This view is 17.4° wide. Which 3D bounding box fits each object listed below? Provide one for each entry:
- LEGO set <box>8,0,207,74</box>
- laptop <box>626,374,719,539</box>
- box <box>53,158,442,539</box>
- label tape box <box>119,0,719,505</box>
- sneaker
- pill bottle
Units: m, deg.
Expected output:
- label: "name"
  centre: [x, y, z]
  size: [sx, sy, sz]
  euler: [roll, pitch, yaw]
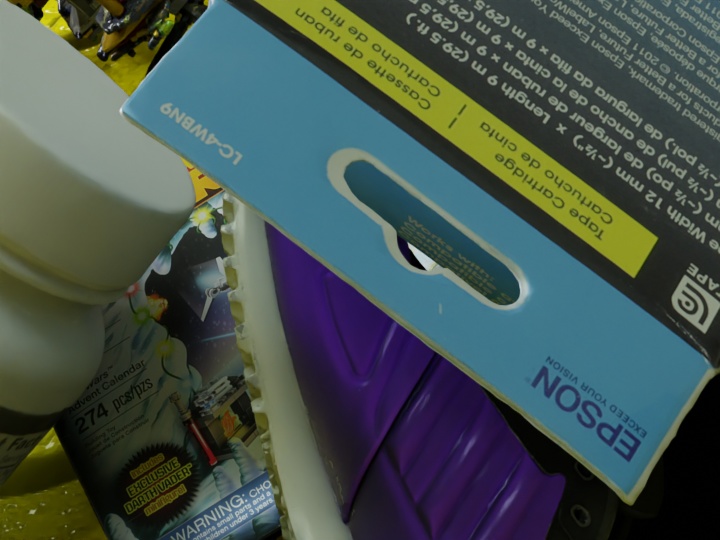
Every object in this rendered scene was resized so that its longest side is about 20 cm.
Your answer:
- label: "LEGO set"
  centre: [-0.134, -0.100, 0.940]
  size: [0.154, 0.116, 0.200]
  euler: [-51, 32, -2]
- label: "laptop"
  centre: [0.109, 0.018, 0.732]
  size: [0.186, 0.116, 0.200]
  euler: [-8, 4, 10]
- label: "box"
  centre: [0.000, 0.000, 0.685]
  size: [0.200, 0.040, 0.137]
  euler: [-32, 57, 0]
- label: "label tape box"
  centre: [0.039, -0.041, 0.583]
  size: [0.143, 0.066, 0.200]
  euler: [36, 52, 0]
- label: "sneaker"
  centre: [0.025, 0.043, 0.603]
  size: [0.099, 0.070, 0.201]
  euler: [-13, 77, -3]
- label: "pill bottle"
  centre: [-0.143, 0.025, 0.644]
  size: [0.200, 0.113, 0.113]
  euler: [-48, 30, 14]
